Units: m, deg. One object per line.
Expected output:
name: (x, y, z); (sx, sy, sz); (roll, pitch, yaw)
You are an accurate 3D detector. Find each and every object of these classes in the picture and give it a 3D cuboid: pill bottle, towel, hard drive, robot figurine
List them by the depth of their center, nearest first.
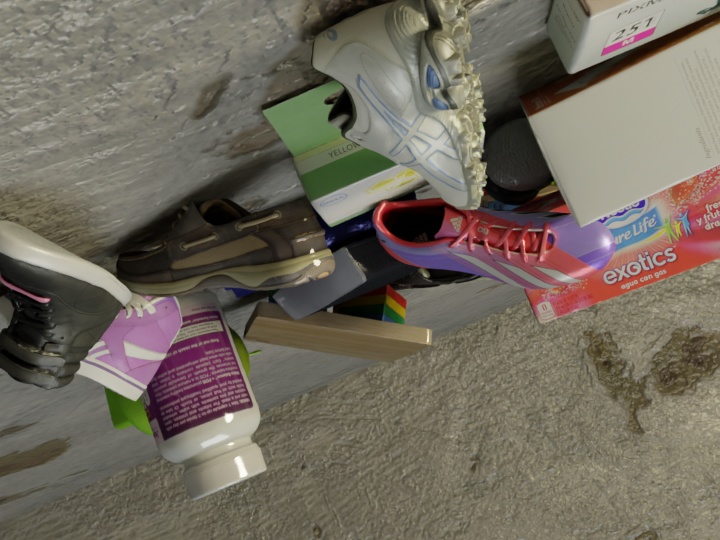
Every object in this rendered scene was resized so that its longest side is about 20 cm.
towel: (-0.045, -0.035, 0.833); (0.199, 0.050, 0.148); (-22, 176, -5)
hard drive: (0.000, 0.000, 0.868); (0.134, 0.042, 0.200); (-20, 175, -28)
pill bottle: (-0.173, 0.131, 0.911); (0.112, 0.201, 0.112); (-21, 169, -4)
robot figurine: (-0.225, 0.134, 1.086); (0.199, 0.116, 0.175); (-27, 157, 20)

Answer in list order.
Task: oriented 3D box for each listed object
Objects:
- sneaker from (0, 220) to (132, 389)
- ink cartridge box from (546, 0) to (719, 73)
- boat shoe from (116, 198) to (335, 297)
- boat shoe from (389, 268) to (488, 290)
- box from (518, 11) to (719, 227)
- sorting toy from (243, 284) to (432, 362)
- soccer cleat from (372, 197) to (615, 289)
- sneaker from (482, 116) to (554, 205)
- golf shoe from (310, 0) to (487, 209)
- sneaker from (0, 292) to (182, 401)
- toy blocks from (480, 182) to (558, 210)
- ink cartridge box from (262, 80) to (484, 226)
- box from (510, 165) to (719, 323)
sneaker: (-0.224, 0.033, 0.606); (0.099, 0.071, 0.200); (-60, 174, -11)
ink cartridge box: (0.222, -0.208, 0.527); (0.199, 0.044, 0.174); (-23, 171, 2)
boat shoe: (-0.111, -0.022, 0.685); (0.199, 0.074, 0.074); (-5, -174, 26)
boat shoe: (0.076, -0.016, 1.008); (0.199, 0.074, 0.065); (-7, 174, 21)
box: (0.237, -0.131, 0.676); (0.199, 0.098, 0.124); (-25, -167, 14)
sorting toy: (-0.032, 0.054, 1.048); (0.199, 0.070, 0.199); (10, 166, -10)
soccer cleat: (0.106, -0.027, 0.715); (0.199, 0.067, 0.076); (7, 168, 23)
sneaker: (0.194, -0.120, 0.831); (0.199, 0.076, 0.114); (-19, 174, -14)
golf shoe: (0.031, -0.102, 0.555); (0.097, 0.079, 0.200); (-5, 153, 14)
sneaker: (-0.232, 0.036, 0.771); (0.114, 0.073, 0.201); (-54, 154, -7)
toy blocks: (0.181, -0.061, 0.943); (0.136, 0.100, 0.200); (-15, -161, -33)
ink cartridge box: (0.019, -0.097, 0.648); (0.145, 0.048, 0.200); (-23, 172, 3)
box: (0.237, -0.041, 0.779); (0.199, 0.095, 0.103); (-22, -172, 18)
